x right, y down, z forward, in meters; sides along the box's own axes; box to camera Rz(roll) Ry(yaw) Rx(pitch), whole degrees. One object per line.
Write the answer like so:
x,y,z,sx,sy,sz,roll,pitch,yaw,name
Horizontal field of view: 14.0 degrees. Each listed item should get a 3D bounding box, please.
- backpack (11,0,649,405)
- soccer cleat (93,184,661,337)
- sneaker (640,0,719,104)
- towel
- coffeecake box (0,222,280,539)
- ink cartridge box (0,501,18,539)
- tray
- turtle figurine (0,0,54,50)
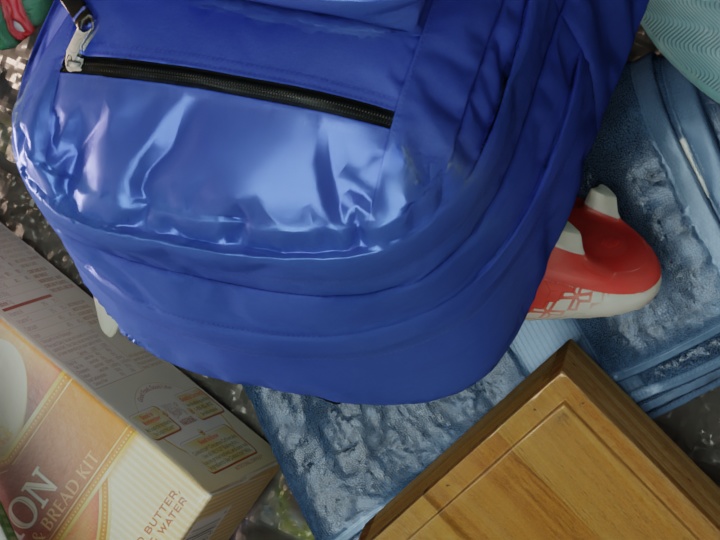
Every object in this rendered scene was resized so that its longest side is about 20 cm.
-0.017,-0.074,0.844,0.162,0.168,0.201,9,66,24,backpack
0.000,0.000,0.949,0.199,0.069,0.086,10,113,16,soccer cleat
0.184,-0.092,0.916,0.200,0.130,0.080,26,127,47,sneaker
0.050,0.011,0.987,0.200,0.049,0.112,-27,86,20,towel
-0.154,0.070,1.052,0.200,0.073,0.154,39,108,12,coffeecake box
-0.159,0.116,0.969,0.104,0.059,0.201,-25,87,-5,ink cartridge box
0.102,0.129,0.962,0.200,0.037,0.099,45,109,-7,tray
-0.178,-0.084,0.984,0.199,0.101,0.150,-7,94,11,turtle figurine
